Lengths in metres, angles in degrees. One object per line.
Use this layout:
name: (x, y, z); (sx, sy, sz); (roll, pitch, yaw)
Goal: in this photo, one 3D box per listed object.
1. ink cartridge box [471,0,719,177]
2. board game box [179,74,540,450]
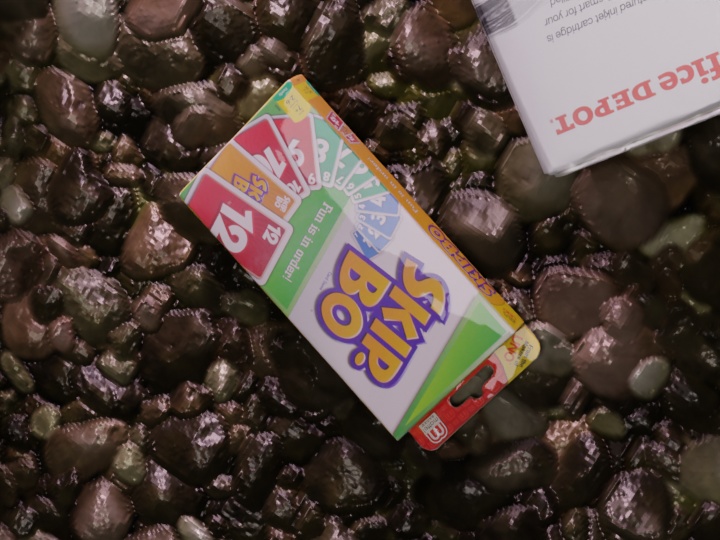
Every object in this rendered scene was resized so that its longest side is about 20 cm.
ink cartridge box: (0.125, -0.167, 1.143); (0.143, 0.084, 0.201); (-21, 95, 21)
board game box: (0.000, 0.000, 1.257); (0.200, 0.030, 0.096); (47, 112, 1)
